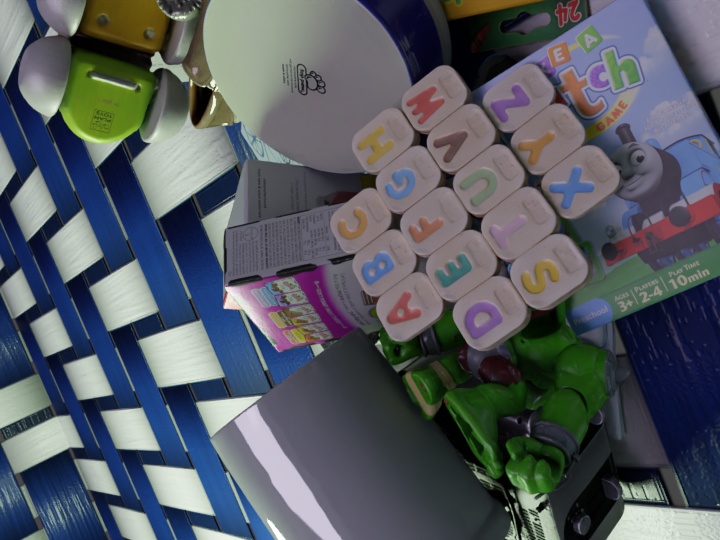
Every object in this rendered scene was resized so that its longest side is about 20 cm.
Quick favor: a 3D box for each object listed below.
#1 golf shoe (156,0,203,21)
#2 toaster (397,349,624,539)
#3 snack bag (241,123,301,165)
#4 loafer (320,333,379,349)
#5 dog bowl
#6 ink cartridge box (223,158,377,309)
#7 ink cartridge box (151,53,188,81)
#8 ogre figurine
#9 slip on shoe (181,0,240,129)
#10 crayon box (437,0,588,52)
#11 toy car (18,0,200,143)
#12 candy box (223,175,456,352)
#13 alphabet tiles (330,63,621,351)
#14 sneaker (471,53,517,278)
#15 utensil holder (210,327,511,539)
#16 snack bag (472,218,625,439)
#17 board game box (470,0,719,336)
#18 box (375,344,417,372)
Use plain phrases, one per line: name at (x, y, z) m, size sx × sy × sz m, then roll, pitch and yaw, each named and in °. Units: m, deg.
golf shoe at (-0.159, -0.334, 0.848) m, size 0.097 × 0.078 × 0.201 m, roll 67°, pitch -151°, yaw -69°
toaster at (0.132, 0.158, 0.747) m, size 0.200 × 0.118 × 0.182 m, roll 10°, pitch 126°, yaw 51°
snack bag at (-0.083, -0.138, 0.910) m, size 0.189 × 0.021 × 0.200 m, roll 58°, pitch 163°, yaw 14°
loafer at (-0.046, 0.020, 0.981) m, size 0.200 × 0.073 × 0.072 m, roll 48°, pitch 136°, yaw 9°
dog bowl at (-0.029, -0.182, 0.684) m, size 0.199 × 0.079 × 0.201 m, roll 20°, pitch 143°, yaw 16°
ink cartridge box at (-0.026, -0.024, 0.791) m, size 0.145 × 0.199 × 0.084 m, roll 119°, pitch 151°, yaw -54°
ink cartridge box at (-0.253, -0.351, 0.994) m, size 0.146 × 0.084 × 0.200 m, roll 56°, pitch 146°, yaw 32°
ogre figurine at (0.107, 0.073, 0.593) m, size 0.098 × 0.120 × 0.200 m, roll 64°, pitch 166°, yaw -13°
slip on shoe at (-0.148, -0.211, 0.819) m, size 0.076 × 0.060 × 0.200 m, roll 60°, pitch 161°, yaw 13°
crayon box at (0.099, -0.269, 0.617) m, size 0.127 × 0.051 × 0.201 m, roll 7°, pitch 116°, yaw 51°
toy car at (-0.274, -0.242, 0.885) m, size 0.150 × 0.174 × 0.201 m, roll 35°, pitch 111°, yaw 53°
candy box at (0.000, 0.000, 0.694) m, size 0.137 × 0.199 × 0.061 m, roll 64°, pitch -162°, yaw -58°
alphabet tiles at (0.073, -0.049, 0.580) m, size 0.195 × 0.015 × 0.201 m, roll -36°, pitch 65°, yaw 16°
sneaker at (0.139, -0.079, 0.668) m, size 0.082 × 0.073 × 0.201 m, roll -4°, pitch 99°, yaw 30°
utensil holder at (-0.004, 0.172, 0.668) m, size 0.200 × 0.170 × 0.170 m, roll 53°, pitch 145°, yaw 4°
snack bag at (0.156, 0.049, 0.762) m, size 0.188 × 0.021 × 0.201 m, roll 13°, pitch 120°, yaw 49°
board game box at (0.180, -0.073, 0.588) m, size 0.151 × 0.037 × 0.201 m, roll -29°, pitch 85°, yaw 29°
box at (0.009, 0.191, 0.872) m, size 0.106 × 0.200 × 0.153 m, roll -5°, pitch 111°, yaw 12°
